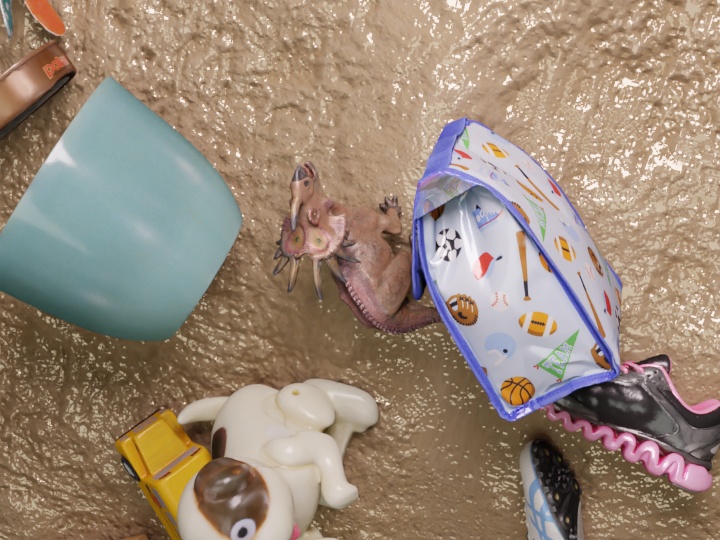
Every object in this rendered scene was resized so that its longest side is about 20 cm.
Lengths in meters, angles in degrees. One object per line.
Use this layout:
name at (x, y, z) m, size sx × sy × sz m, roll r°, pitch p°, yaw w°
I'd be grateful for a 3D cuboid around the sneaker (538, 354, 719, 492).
sneaker at (0.222, 0.106, 0.951) m, size 0.199 × 0.079 × 0.096 m, roll 27°, pitch 95°, yaw 3°

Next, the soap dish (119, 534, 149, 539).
soap dish at (-0.260, 0.382, 1.196) m, size 0.156 × 0.081 × 0.201 m, roll -18°, pitch 107°, yaw 23°

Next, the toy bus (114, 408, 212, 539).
toy bus at (-0.159, 0.235, 1.094) m, size 0.078 × 0.065 × 0.201 m, roll -2°, pitch 119°, yaw 61°

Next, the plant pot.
plant pot at (-0.197, -0.035, 0.941) m, size 0.160 × 0.201 × 0.201 m, roll 32°, pitch 118°, yaw -11°

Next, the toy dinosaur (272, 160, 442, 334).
toy dinosaur at (0.000, 0.000, 0.925) m, size 0.086 × 0.136 × 0.200 m, roll -38°, pitch 98°, yaw 27°

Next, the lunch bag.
lunch bag at (0.110, -0.013, 0.869) m, size 0.123 × 0.170 × 0.201 m, roll -27°, pitch 104°, yaw 20°

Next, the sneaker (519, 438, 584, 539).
sneaker at (0.174, 0.249, 1.019) m, size 0.072 × 0.072 × 0.201 m, roll -10°, pitch 106°, yaw 29°

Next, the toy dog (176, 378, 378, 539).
toy dog at (-0.089, 0.181, 0.992) m, size 0.193 × 0.200 × 0.140 m, roll 30°, pitch 117°, yaw 2°

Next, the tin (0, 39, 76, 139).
tin at (-0.331, -0.130, 0.981) m, size 0.199 × 0.112 × 0.042 m, roll -31°, pitch 101°, yaw 26°

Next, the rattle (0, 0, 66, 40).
rattle at (-0.310, -0.307, 0.926) m, size 0.142 × 0.130 × 0.201 m, roll 24°, pitch 144°, yaw 18°
